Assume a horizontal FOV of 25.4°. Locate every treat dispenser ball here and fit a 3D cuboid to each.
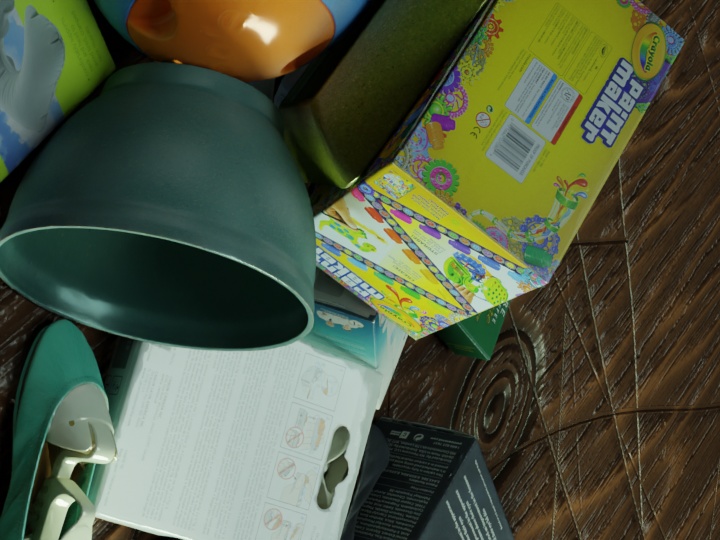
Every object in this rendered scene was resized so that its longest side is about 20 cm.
[{"bbox_3d":[-0.080,-0.219,1.003,0.201,0.201,0.201,-17,111,-55],"label":"treat dispenser ball"}]

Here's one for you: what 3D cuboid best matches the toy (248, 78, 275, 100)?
[{"bbox_3d":[-0.073,-0.195,1.161,0.115,0.047,0.200,3,93,-57],"label":"toy"}]

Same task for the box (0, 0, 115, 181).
[{"bbox_3d":[-0.234,-0.113,0.929,0.200,0.048,0.122,-54,138,-38],"label":"box"}]

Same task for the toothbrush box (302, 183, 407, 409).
[{"bbox_3d":[0.000,0.000,1.215,0.200,0.085,0.146,83,27,-68],"label":"toothbrush box"}]

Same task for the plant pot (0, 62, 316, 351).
[{"bbox_3d":[-0.117,-0.046,1.002,0.200,0.200,0.134,40,53,-53],"label":"plant pot"}]

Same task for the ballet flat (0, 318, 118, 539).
[{"bbox_3d":[-0.190,0.133,1.026,0.067,0.070,0.200,24,76,-56],"label":"ballet flat"}]

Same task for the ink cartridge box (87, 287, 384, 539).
[{"bbox_3d":[-0.091,0.116,1.133,0.200,0.050,0.162,24,75,-34],"label":"ink cartridge box"}]

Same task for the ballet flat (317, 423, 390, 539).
[{"bbox_3d":[-0.034,0.192,1.286,0.200,0.073,0.073,-62,143,-38],"label":"ballet flat"}]

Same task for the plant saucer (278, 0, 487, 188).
[{"bbox_3d":[0.014,-0.150,1.049,0.048,0.200,0.200,36,87,-12],"label":"plant saucer"}]

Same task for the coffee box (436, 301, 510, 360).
[{"bbox_3d":[0.081,-0.016,1.441,0.200,0.044,0.123,46,57,-50],"label":"coffee box"}]

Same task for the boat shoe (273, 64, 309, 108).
[{"bbox_3d":[-0.026,-0.132,1.237,0.071,0.072,0.200,-62,169,29],"label":"boat shoe"}]

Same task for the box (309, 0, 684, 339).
[{"bbox_3d":[0.076,-0.084,1.043,0.122,0.193,0.200,37,67,-11],"label":"box"}]

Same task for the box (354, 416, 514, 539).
[{"bbox_3d":[0.033,0.252,1.368,0.200,0.104,0.148,-54,138,-36],"label":"box"}]
